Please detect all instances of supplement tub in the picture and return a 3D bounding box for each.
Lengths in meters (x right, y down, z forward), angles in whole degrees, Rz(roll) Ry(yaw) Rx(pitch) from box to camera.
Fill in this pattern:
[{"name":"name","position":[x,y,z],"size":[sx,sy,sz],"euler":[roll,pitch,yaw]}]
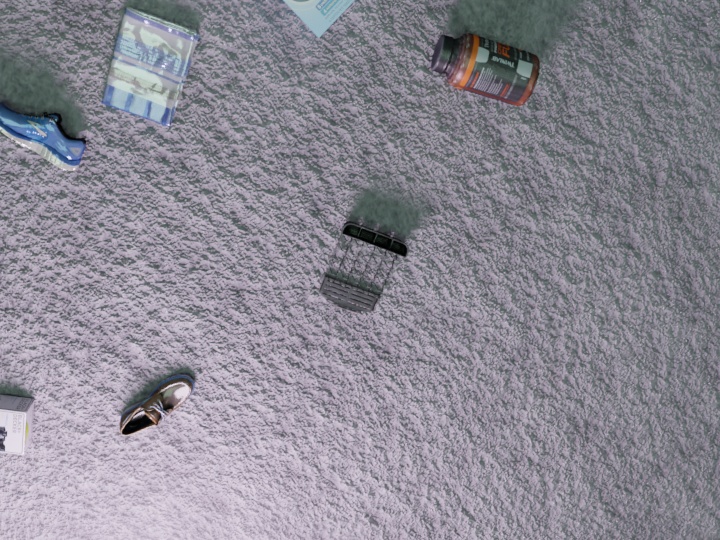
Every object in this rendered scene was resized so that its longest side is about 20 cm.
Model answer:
[{"name":"supplement tub","position":[0.242,-0.399,1.487],"size":[0.199,0.107,0.108],"euler":[14,109,-11]}]

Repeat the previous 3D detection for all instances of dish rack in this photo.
[{"name":"dish rack","position":[0.000,0.000,1.642],"size":[0.153,0.055,0.201],"euler":[20,108,-11]}]

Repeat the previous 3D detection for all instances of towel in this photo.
[{"name":"towel","position":[-0.411,-0.395,1.473],"size":[0.146,0.024,0.201],"euler":[19,108,-11]}]

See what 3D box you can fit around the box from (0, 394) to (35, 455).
[{"name":"box","position":[-0.839,0.335,1.687],"size":[0.199,0.060,0.117],"euler":[10,109,-9]}]

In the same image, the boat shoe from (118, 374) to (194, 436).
[{"name":"boat shoe","position":[-0.458,0.313,1.707],"size":[0.200,0.072,0.072],"euler":[-37,110,9]}]

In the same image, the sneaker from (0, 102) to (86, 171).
[{"name":"sneaker","position":[-0.629,-0.281,1.476],"size":[0.199,0.079,0.089],"euler":[32,98,-24]}]

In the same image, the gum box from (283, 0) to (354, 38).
[{"name":"gum box","position":[-0.090,-0.574,1.424],"size":[0.170,0.045,0.200],"euler":[-44,109,11]}]
